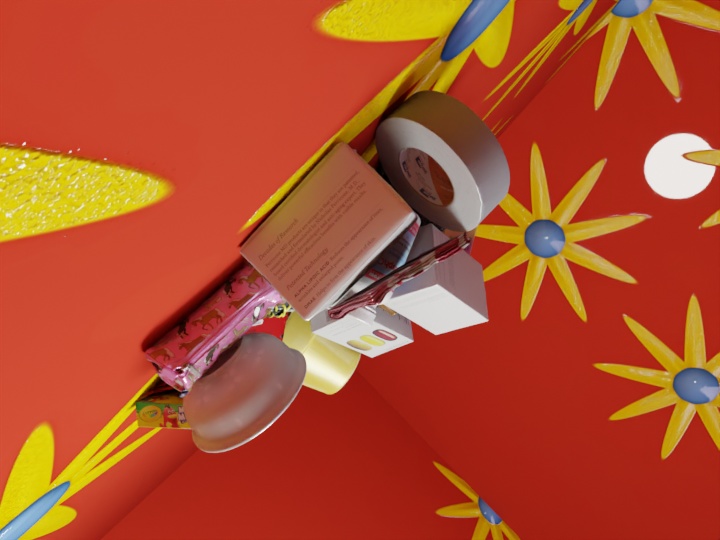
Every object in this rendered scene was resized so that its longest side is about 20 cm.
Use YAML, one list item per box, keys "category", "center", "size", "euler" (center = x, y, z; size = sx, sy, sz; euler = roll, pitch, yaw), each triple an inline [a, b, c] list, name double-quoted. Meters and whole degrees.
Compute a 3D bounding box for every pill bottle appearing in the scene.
- category: "pill bottle"
  center: [0.018, -0.015, 1.025]
  size: [0.109, 0.108, 0.202]
  euler: [104, 8, -81]

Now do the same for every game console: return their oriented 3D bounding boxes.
- category: "game console"
  center: [-0.238, 0.130, 1.057]
  size: [0.199, 0.118, 0.174]
  euler: [-9, 115, -58]

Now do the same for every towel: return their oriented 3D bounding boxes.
- category: "towel"
  center: [0.057, 0.010, 0.904]
  size: [0.199, 0.023, 0.144]
  euler: [-30, -178, -30]

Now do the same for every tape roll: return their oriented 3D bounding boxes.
- category: "tape roll"
  center: [0.114, -0.153, 0.880]
  size: [0.066, 0.200, 0.200]
  euler: [-43, 175, -18]

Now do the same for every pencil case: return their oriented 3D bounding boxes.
- category: "pencil case"
  center: [-0.193, 0.075, 0.836]
  size: [0.200, 0.086, 0.083]
  euler: [-44, 153, -25]

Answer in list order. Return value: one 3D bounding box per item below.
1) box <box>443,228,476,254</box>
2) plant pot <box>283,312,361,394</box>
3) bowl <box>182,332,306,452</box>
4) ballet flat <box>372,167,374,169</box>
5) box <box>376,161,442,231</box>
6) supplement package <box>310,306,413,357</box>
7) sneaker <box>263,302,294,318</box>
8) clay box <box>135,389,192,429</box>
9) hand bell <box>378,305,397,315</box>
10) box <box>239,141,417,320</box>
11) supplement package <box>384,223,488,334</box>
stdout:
- category: "box"
  center: [0.132, -0.092, 1.281]
  size: [0.097, 0.199, 0.177]
  euler: [128, -15, -58]
- category: "plant pot"
  center: [-0.107, 0.156, 1.282]
  size: [0.201, 0.188, 0.201]
  euler: [-48, -163, 20]
- category: "bowl"
  center: [-0.184, 0.154, 0.885]
  size: [0.200, 0.091, 0.202]
  euler: [-27, -154, 14]
- category: "ballet flat"
  center: [-0.031, -0.075, 0.983]
  size: [0.201, 0.067, 0.068]
  euler: [-53, 157, 12]
- category: "box"
  center: [0.111, -0.151, 1.106]
  size: [0.086, 0.164, 0.200]
  euler: [-44, 174, -16]
- category: "supplement package"
  center: [0.003, 0.084, 1.224]
  size: [0.113, 0.110, 0.199]
  euler: [-26, 145, 29]
- category: "sneaker"
  center: [-0.145, 0.042, 0.965]
  size: [0.200, 0.085, 0.075]
  euler: [-43, 174, -45]
- category: "clay box"
  center: [-0.256, 0.224, 1.025]
  size: [0.198, 0.048, 0.115]
  euler: [-4, -174, 17]
- category: "hand bell"
  center: [0.000, 0.000, 1.111]
  size: [0.104, 0.201, 0.104]
  euler: [-38, -178, 2]
- category: "box"
  center: [-0.033, -0.052, 0.859]
  size: [0.200, 0.131, 0.199]
  euler: [-45, 176, 7]
- category: "supplement package"
  center: [0.134, 0.023, 1.125]
  size: [0.119, 0.122, 0.200]
  euler: [-20, 147, 31]
